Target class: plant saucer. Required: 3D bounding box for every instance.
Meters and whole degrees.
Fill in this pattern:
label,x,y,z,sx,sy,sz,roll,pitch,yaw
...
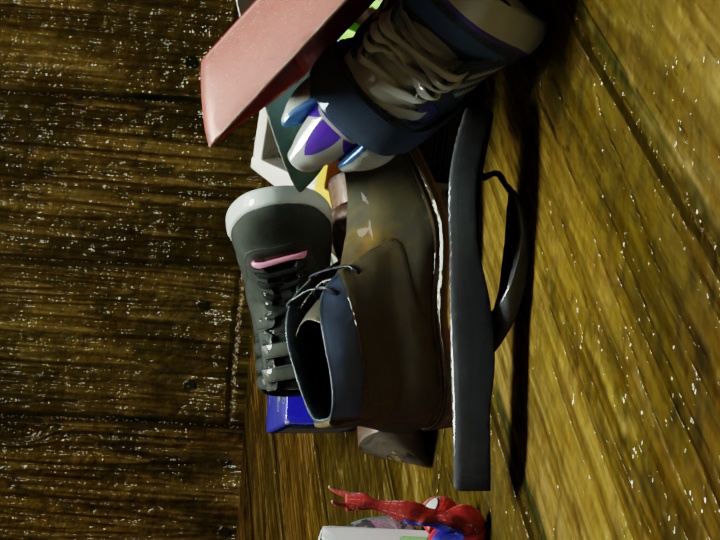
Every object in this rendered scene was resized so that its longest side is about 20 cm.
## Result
label,x,y,z,sx,sy,sz,roll,pitch,yaw
plant saucer,-0.044,-0.148,1.436,0.200,0.036,0.202,-15,-90,-86
plant saucer,0.000,-0.161,1.238,0.200,0.037,0.200,-45,2,19

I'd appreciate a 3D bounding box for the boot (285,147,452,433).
label,x,y,z,sx,sy,sz,roll,pitch,yaw
boot,0.000,0.000,1.437,0.075,0.096,0.202,-28,74,54

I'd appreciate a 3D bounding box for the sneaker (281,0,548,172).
label,x,y,z,sx,sy,sz,roll,pitch,yaw
sneaker,0.020,-0.099,1.272,0.147,0.081,0.200,-47,4,6

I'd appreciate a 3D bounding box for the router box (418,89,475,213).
label,x,y,z,sx,sy,sz,roll,pitch,yaw
router box,0.040,-0.120,1.533,0.150,0.051,0.201,-93,9,-57

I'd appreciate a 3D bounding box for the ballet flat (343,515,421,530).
label,x,y,z,sx,sy,sz,roll,pitch,yaw
ballet flat,0.003,0.263,1.622,0.069,0.070,0.202,178,95,-83

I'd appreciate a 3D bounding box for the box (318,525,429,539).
label,x,y,z,sx,sy,sz,roll,pitch,yaw
box,0.009,0.276,1.435,0.177,0.096,0.201,104,167,-60

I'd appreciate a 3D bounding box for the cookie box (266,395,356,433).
label,x,y,z,sx,sy,sz,roll,pitch,yaw
cookie box,-0.035,0.050,2.059,0.200,0.075,0.173,141,131,-82

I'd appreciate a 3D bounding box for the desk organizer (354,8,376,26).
label,x,y,z,sx,sy,sz,roll,pitch,yaw
desk organizer,-0.008,-0.171,1.871,0.072,0.076,0.200,69,157,15

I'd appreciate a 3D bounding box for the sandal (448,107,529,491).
label,x,y,z,sx,sy,sz,roll,pitch,yaw
sandal,0.069,0.015,1.290,0.076,0.042,0.202,-12,-79,-86

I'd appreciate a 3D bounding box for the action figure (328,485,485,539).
label,x,y,z,sx,sy,sz,roll,pitch,yaw
action figure,0.028,0.184,1.324,0.201,0.098,0.066,-93,9,-59

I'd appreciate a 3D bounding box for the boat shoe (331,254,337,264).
label,x,y,z,sx,sy,sz,roll,pitch,yaw
boat shoe,-0.010,-0.002,1.835,0.062,0.074,0.201,-56,29,36

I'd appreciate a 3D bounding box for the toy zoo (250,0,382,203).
label,x,y,z,sx,sy,sz,roll,pitch,yaw
toy zoo,-0.018,-0.119,1.771,0.131,0.020,0.202,25,115,35

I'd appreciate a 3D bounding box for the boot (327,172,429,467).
label,x,y,z,sx,sy,sz,roll,pitch,yaw
boot,0.016,0.051,1.680,0.186,0.064,0.202,60,-161,-71

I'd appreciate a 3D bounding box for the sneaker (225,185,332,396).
label,x,y,z,sx,sy,sz,roll,pitch,yaw
sneaker,-0.045,0.020,1.617,0.200,0.070,0.100,83,178,-65
